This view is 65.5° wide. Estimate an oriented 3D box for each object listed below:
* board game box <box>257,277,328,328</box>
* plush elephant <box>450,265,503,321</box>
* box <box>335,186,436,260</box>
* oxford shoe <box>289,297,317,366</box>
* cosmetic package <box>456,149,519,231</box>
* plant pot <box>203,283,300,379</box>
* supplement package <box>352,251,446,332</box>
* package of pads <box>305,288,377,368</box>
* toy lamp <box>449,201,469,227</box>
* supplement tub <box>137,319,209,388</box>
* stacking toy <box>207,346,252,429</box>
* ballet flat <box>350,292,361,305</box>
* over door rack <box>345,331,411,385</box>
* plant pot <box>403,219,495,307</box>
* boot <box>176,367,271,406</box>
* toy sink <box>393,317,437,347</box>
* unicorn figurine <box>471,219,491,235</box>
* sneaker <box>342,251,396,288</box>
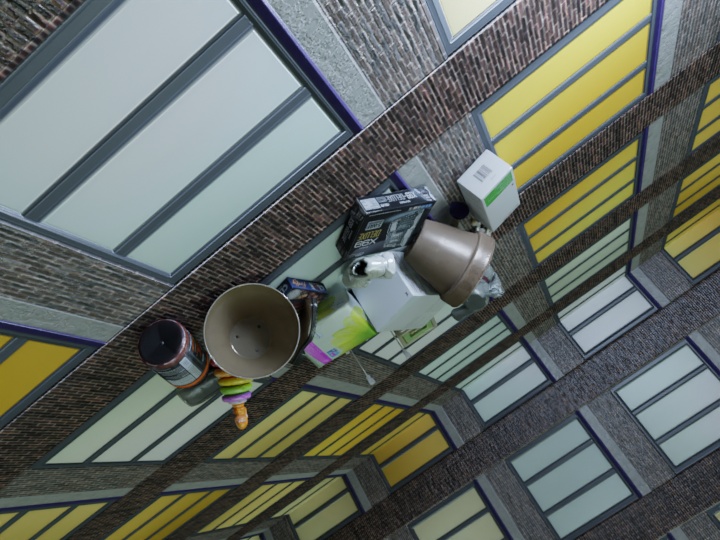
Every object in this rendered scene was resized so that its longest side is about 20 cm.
[{"bbox_3d":[-0.188,0.100,1.360,0.200,0.035,0.135,-45,151,22],"label":"board game box"},{"bbox_3d":[0.350,0.035,1.725,0.199,0.155,0.165,-18,126,34],"label":"plush elephant"},{"bbox_3d":[0.056,-0.107,1.264,0.199,0.050,0.158,-14,148,-33],"label":"box"},{"bbox_3d":[-0.158,0.148,1.354,0.084,0.073,0.201,16,117,-19],"label":"oxford shoe"},{"bbox_3d":[0.314,-0.189,1.358,0.108,0.085,0.200,-47,151,2],"label":"cosmetic package"},{"bbox_3d":[-0.239,0.141,1.229,0.199,0.201,0.134,-23,172,-18],"label":"plant pot"},{"bbox_3d":[0.114,0.055,1.482,0.199,0.151,0.152,2,138,-49],"label":"supplement package"},{"bbox_3d":[-0.077,0.151,1.461,0.199,0.068,0.155,-32,128,11],"label":"package of pads"},{"bbox_3d":[0.238,-0.094,1.475,0.058,0.058,0.201,-23,152,-19],"label":"toy lamp"},{"bbox_3d":[-0.393,0.189,1.209,0.106,0.107,0.200,-28,154,-10],"label":"supplement tub"},{"bbox_3d":[-0.295,0.277,1.332,0.109,0.202,0.116,-7,177,-4],"label":"stacking toy"},{"bbox_3d":[-0.055,0.141,1.539,0.066,0.057,0.200,-28,159,-51],"label":"ballet flat"},{"bbox_3d":[0.035,0.212,1.609,0.147,0.201,0.067,-35,180,7],"label":"over door rack"},{"bbox_3d":[0.205,-0.034,1.376,0.201,0.174,0.200,-61,-175,10],"label":"plant pot"},{"bbox_3d":[-0.351,0.292,1.462,0.200,0.073,0.182,-40,139,-1],"label":"boot"},{"bbox_3d":[0.145,0.138,1.696,0.130,0.112,0.200,-33,153,-1],"label":"toy sink"},{"bbox_3d":[0.306,-0.069,1.569,0.199,0.074,0.138,-32,153,-2],"label":"unicorn figurine"},{"bbox_3d":[0.000,0.000,1.311,0.080,0.076,0.200,-5,170,-31],"label":"sneaker"}]
